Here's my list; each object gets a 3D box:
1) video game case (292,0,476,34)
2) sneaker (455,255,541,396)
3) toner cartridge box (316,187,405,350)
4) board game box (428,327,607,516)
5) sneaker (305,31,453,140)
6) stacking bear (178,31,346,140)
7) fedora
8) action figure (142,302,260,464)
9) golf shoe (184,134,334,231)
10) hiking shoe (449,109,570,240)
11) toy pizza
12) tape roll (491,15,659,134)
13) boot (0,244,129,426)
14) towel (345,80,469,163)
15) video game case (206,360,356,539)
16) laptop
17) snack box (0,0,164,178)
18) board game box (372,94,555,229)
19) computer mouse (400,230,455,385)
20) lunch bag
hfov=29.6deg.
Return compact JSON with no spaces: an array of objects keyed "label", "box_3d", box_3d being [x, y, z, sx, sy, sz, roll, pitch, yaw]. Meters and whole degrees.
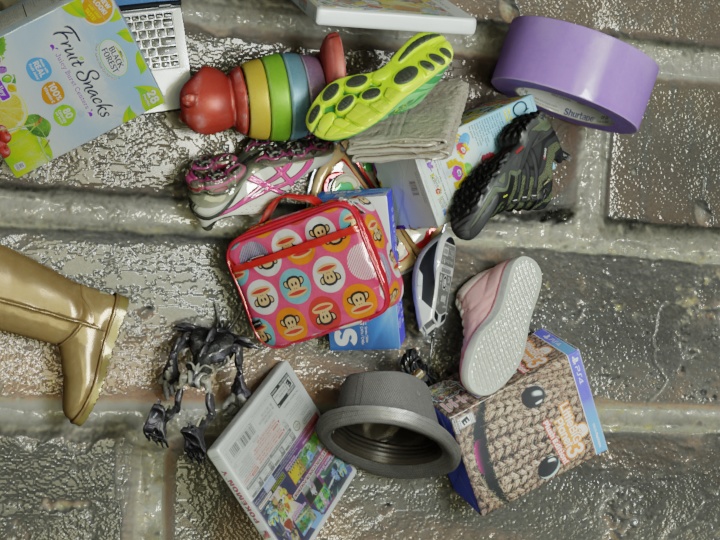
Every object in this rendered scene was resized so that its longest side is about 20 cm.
[{"label":"video game case","box_3d":[0.018,-0.325,1.657,0.198,0.182,0.023,0,113,-18]},{"label":"sneaker","box_3d":[0.162,0.077,1.773,0.075,0.104,0.201,36,64,-25]},{"label":"toner cartridge box","box_3d":[0.000,0.000,1.720,0.094,0.043,0.202,-3,106,11]},{"label":"board game box","box_3d":[0.203,0.199,1.798,0.199,0.097,0.161,-26,113,-14]},{"label":"sneaker","box_3d":[0.028,-0.204,1.609,0.199,0.084,0.074,-32,68,-14]},{"label":"stacking bear","box_3d":[-0.122,-0.212,1.654,0.198,0.121,0.115,-8,82,-12]},{"label":"fedora","box_3d":[0.037,0.185,1.721,0.200,0.176,0.091,36,51,-42]},{"label":"action figure","box_3d":[-0.196,0.138,1.674,0.118,0.103,0.201,16,48,8]},{"label":"golf shoe","box_3d":[-0.124,-0.116,1.698,0.199,0.073,0.093,-20,132,-19]},{"label":"hiking shoe","box_3d":[0.190,-0.100,1.660,0.101,0.076,0.200,46,68,-19]},{"label":"toy pizza","box_3d":[0.028,-0.088,1.760,0.198,0.032,0.202,-2,96,-18]},{"label":"tape roll","box_3d":[0.273,-0.248,1.736,0.199,0.200,0.086,21,89,-19]},{"label":"boot","box_3d":[-0.396,0.074,1.625,0.199,0.066,0.177,20,77,-20]},{"label":"towel","box_3d":[0.059,-0.181,1.660,0.131,0.200,0.035,-1,120,14]},{"label":"video game case","box_3d":[-0.093,0.239,1.692,0.183,0.023,0.200,59,34,-14]},{"label":"laptop","box_3d":[-0.289,-0.280,1.594,0.186,0.116,0.202,-9,98,-16]},{"label":"snack box","box_3d":[-0.349,-0.226,1.557,0.199,0.068,0.169,-29,130,-4]},{"label":"board game box","box_3d":[0.131,-0.138,1.729,0.199,0.103,0.106,-26,103,-28]},{"label":"computer mouse","box_3d":[0.086,0.047,1.770,0.043,0.110,0.202,7,85,21]},{"label":"lunch bag","box_3d":[-0.059,-0.011,1.668,0.199,0.082,0.178,-18,96,24]}]
